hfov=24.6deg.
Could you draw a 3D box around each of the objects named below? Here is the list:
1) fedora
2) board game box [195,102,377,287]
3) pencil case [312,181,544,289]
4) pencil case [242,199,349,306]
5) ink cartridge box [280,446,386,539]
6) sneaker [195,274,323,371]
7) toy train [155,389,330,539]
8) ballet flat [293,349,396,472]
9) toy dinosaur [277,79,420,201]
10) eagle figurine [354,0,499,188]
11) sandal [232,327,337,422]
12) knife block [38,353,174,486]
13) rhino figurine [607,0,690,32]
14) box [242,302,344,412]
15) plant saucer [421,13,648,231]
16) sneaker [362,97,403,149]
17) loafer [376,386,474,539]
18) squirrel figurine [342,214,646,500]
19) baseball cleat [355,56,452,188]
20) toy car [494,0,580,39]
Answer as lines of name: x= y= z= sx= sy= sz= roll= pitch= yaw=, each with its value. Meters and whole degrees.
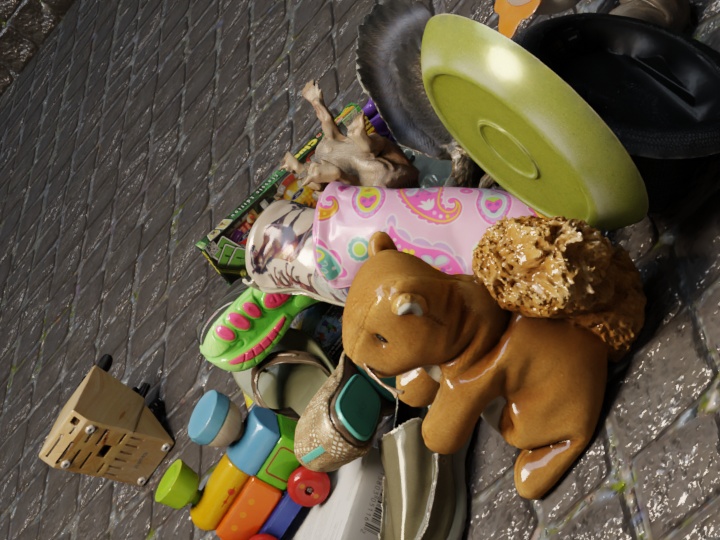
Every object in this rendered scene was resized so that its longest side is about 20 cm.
fedora: x=0.189 y=-0.106 z=1.193 sx=0.201 sy=0.199 sz=0.092 roll=-96 pitch=10 yaw=-55
board game box: x=-0.049 y=-0.052 z=1.536 sx=0.200 sy=0.105 sz=0.023 roll=-44 pitch=31 yaw=-12
pencil case: x=0.064 y=-0.021 z=1.255 sx=0.198 sy=0.088 sz=0.088 roll=5 pitch=54 yaw=14
pencil case: x=0.000 y=0.000 z=1.365 sx=0.199 sy=0.078 sz=0.090 roll=14 pitch=69 yaw=28
ink cartridge box: x=-0.040 y=0.239 z=1.326 sx=0.200 sy=0.047 sz=0.161 roll=-35 pitch=32 yaw=59
sneaker: x=-0.069 y=0.012 z=1.482 sx=0.199 sy=0.077 sz=0.084 roll=-34 pitch=24 yaw=-24
toy train: x=-0.117 y=0.196 z=1.332 sx=0.201 sy=0.115 sz=0.085 roll=-56 pitch=18 yaw=16
ballet flat: x=-0.009 y=0.103 z=1.311 sx=0.065 sy=0.071 sz=0.200 roll=-37 pitch=1 yaw=23
toy dinosaur: x=0.008 y=-0.083 z=1.417 sx=0.086 sy=0.135 sz=0.200 roll=-57 pitch=32 yaw=-1
eagle figurine: x=0.093 y=-0.136 z=1.393 sx=0.150 sy=0.153 sz=0.200 roll=-25 pitch=38 yaw=-16
sandal: x=-0.058 y=0.100 z=1.451 sx=0.201 sy=0.057 sz=0.080 roll=32 pitch=96 yaw=52
knife block: x=-0.287 y=0.145 z=1.759 sx=0.064 sy=0.200 sz=0.176 roll=-53 pitch=53 yaw=11
rhino figurine: x=0.188 y=-0.157 z=1.296 sx=0.201 sy=0.087 sz=0.060 roll=-60 pitch=3 yaw=-5
box: x=-0.068 y=0.047 z=1.605 sx=0.137 sy=0.038 sz=0.200 roll=-51 pitch=24 yaw=13
plant saucer: x=0.110 y=-0.091 z=1.128 sx=0.031 sy=0.200 sz=0.200 roll=-48 pitch=22 yaw=-10
sneaker: x=-0.021 y=-0.104 z=1.604 sx=0.200 sy=0.083 sz=0.080 roll=-53 pitch=32 yaw=-9
loafer: x=0.037 y=0.148 z=1.235 sx=0.075 sy=0.069 sz=0.201 roll=-35 pitch=33 yaw=42
squirrel figurine: x=0.089 y=0.028 z=1.133 sx=0.200 sy=0.186 sz=0.142 roll=-48 pitch=25 yaw=21
baseball cleat: x=0.072 y=-0.139 z=1.523 sx=0.070 sy=0.106 sz=0.201 roll=-49 pitch=54 yaw=34
toy car: x=0.159 y=-0.285 z=1.380 sx=0.201 sy=0.184 sz=0.177 roll=-57 pitch=23 yaw=1
